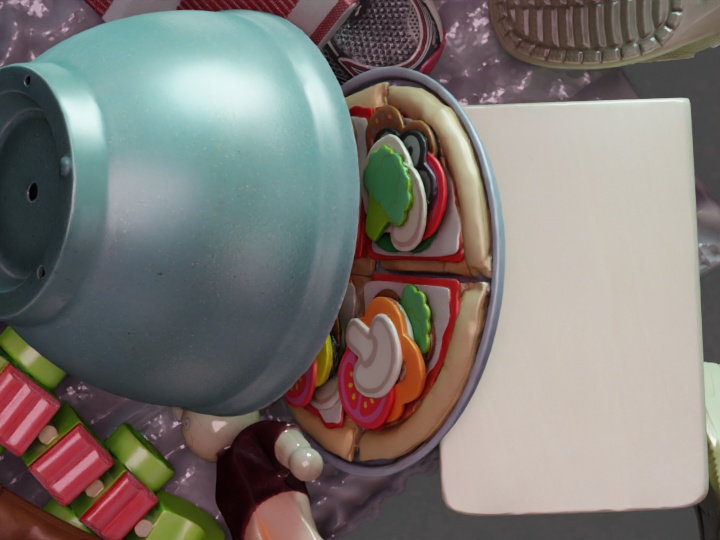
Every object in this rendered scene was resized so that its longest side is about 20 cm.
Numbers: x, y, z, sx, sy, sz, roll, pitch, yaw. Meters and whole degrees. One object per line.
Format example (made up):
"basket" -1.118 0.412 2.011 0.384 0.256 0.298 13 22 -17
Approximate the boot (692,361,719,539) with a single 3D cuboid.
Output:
"boot" 0.244 0.121 1.169 0.154 0.072 0.200 -2 44 -2

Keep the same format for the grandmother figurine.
"grandmother figurine" -0.044 0.122 1.182 0.060 0.121 0.200 -4 48 -33

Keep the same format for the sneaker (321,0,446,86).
"sneaker" -0.043 -0.162 1.231 0.200 0.075 0.081 39 87 3

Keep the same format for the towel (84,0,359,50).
"towel" -0.098 -0.169 1.208 0.200 0.144 0.023 47 50 3

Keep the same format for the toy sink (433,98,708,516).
"toy sink" 0.100 0.024 1.197 0.130 0.112 0.201 -3 81 0

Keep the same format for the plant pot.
"plant pot" -0.114 -0.033 1.140 0.134 0.200 0.201 5 84 -39

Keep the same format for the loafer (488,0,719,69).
"loafer" 0.166 -0.143 1.233 0.199 0.068 0.076 -8 84 16

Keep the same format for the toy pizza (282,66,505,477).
"toy pizza" 0.000 0.000 1.168 0.032 0.200 0.201 5 85 -34

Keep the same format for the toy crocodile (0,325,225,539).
"toy crocodile" -0.152 0.088 1.203 0.068 0.062 0.200 -46 110 -3

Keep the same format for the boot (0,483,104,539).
"boot" -0.212 0.170 1.213 0.200 0.069 0.188 34 112 -17
